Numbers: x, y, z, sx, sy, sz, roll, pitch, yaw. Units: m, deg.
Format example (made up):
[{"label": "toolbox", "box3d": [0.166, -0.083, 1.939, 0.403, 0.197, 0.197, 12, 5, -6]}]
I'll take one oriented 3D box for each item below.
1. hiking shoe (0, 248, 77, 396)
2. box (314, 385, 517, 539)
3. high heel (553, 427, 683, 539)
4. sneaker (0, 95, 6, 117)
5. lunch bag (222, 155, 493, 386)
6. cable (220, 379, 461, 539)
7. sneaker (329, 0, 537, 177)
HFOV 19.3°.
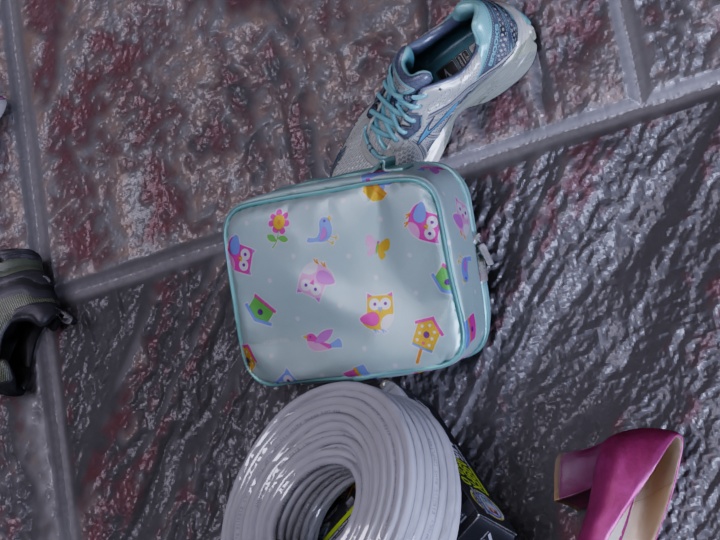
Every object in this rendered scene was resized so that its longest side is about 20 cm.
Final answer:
[{"label": "hiking shoe", "box3d": [-0.327, 0.075, 1.764, 0.200, 0.076, 0.101, -45, 60, 13]}, {"label": "box", "box3d": [0.006, 0.207, 1.538, 0.200, 0.044, 0.160, -49, 37, 11]}, {"label": "high heel", "box3d": [0.187, 0.209, 1.461, 0.096, 0.067, 0.200, -18, 59, 36]}, {"label": "sneaker", "box3d": [-0.400, -0.111, 1.843, 0.200, 0.080, 0.089, 0, 88, 28]}, {"label": "lunch bag", "box3d": [0.000, 0.000, 1.579, 0.200, 0.077, 0.161, -8, 93, 27]}, {"label": "cable", "box3d": [-0.015, 0.176, 1.487, 0.200, 0.069, 0.200, -56, 36, 1]}, {"label": "sneaker", "box3d": [0.038, -0.133, 1.596, 0.200, 0.086, 0.078, -47, 63, 13]}]
